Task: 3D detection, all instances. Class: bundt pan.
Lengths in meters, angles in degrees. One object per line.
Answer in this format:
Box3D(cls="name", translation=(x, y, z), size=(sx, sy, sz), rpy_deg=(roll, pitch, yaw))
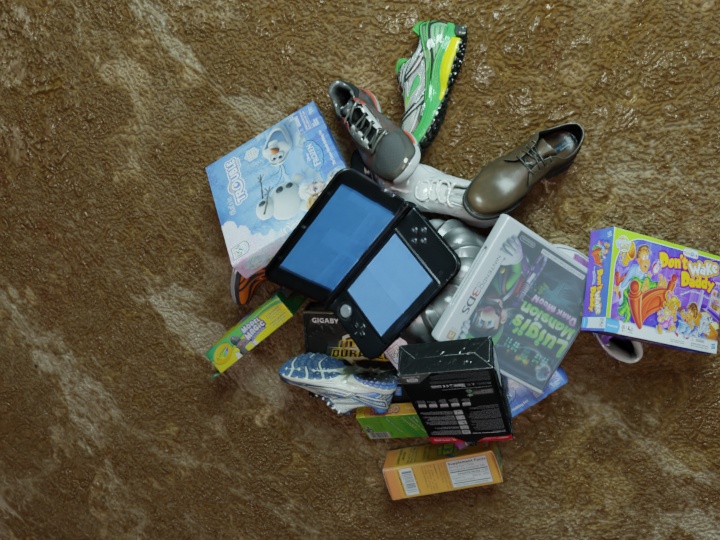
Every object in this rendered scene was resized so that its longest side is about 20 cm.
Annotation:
Box3D(cls="bundt pan", translation=(0.102, 0.013, 0.848), size=(0.201, 0.204, 0.075), rpy_deg=(-37, 137, 21))

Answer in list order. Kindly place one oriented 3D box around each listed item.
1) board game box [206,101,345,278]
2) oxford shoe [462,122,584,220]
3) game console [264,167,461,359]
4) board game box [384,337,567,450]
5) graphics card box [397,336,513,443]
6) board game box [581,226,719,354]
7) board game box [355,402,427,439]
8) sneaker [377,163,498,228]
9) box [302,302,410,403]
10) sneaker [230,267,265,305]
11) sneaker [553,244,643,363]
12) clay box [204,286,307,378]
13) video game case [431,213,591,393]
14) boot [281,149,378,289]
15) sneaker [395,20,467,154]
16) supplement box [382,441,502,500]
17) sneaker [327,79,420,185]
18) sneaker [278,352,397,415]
Box3D(cls="board game box", translation=(-0.115, -0.121, 0.850), size=(0.197, 0.043, 0.202), rpy_deg=(-30, 56, 8))
Box3D(cls="oxford shoe", translation=(0.218, -0.142, 0.787), size=(0.199, 0.085, 0.073), rpy_deg=(-37, 77, -13))
Box3D(cls="game console", translation=(0.000, 0.000, 0.774), size=(0.200, 0.118, 0.173), rpy_deg=(-49, 65, 25))
Box3D(cls="board game box", translation=(0.169, 0.138, 0.888), size=(0.199, 0.043, 0.200), rpy_deg=(-39, 89, 19))
Box3D(cls="graphics card box", translation=(0.133, 0.169, 0.800), size=(0.123, 0.051, 0.201), rpy_deg=(-8, 139, 18))
Box3D(cls="board game box", translation=(0.398, 0.031, 0.797), size=(0.197, 0.045, 0.137), rpy_deg=(11, 82, -19))
Box3D(cls="board game box", translation=(0.099, 0.253, 0.993), size=(0.197, 0.030, 0.096), rpy_deg=(-5, 142, 16))
Box3D(cls="sneaker", translation=(0.122, -0.113, 0.846), size=(0.197, 0.087, 0.076), rpy_deg=(11, 92, -5))
Box3D(cls="box", translation=(0.006, 0.139, 0.992), size=(0.196, 0.049, 0.162), rpy_deg=(2, 110, 12))
Box3D(cls="sneaker", translation=(-0.142, -0.017, 0.960), size=(0.110, 0.078, 0.202), rpy_deg=(21, 116, 0))
Box3D(cls="sneaker", translation=(0.340, 0.049, 0.853), size=(0.200, 0.114, 0.073), rpy_deg=(44, 113, -2))
Box3D(cls="clay box", translation=(-0.177, 0.094, 0.983), size=(0.199, 0.115, 0.048), rpy_deg=(-37, 96, 20))
Box3D(cls="video game case", translation=(0.217, 0.051, 0.786), size=(0.198, 0.023, 0.183), rpy_deg=(28, 97, -23))
Box3D(cls="boot", translation=(-0.058, -0.081, 0.892), size=(0.197, 0.066, 0.167), rpy_deg=(-18, 104, -3))
Box3D(cls="sneaker", translation=(0.085, -0.253, 0.842), size=(0.084, 0.078, 0.203), rpy_deg=(20, 102, 13))
Box3D(cls="supplement box", translation=(0.142, 0.338, 1.016), size=(0.197, 0.067, 0.070), rpy_deg=(-14, 101, 16))
Box3D(cls="sneaker", translation=(0.006, -0.195, 0.813), size=(0.077, 0.081, 0.201), rpy_deg=(-48, 51, 18))
Box3D(cls="sneaker", translation=(-0.040, 0.194, 0.956), size=(0.197, 0.077, 0.087), rpy_deg=(7, 112, 10))
